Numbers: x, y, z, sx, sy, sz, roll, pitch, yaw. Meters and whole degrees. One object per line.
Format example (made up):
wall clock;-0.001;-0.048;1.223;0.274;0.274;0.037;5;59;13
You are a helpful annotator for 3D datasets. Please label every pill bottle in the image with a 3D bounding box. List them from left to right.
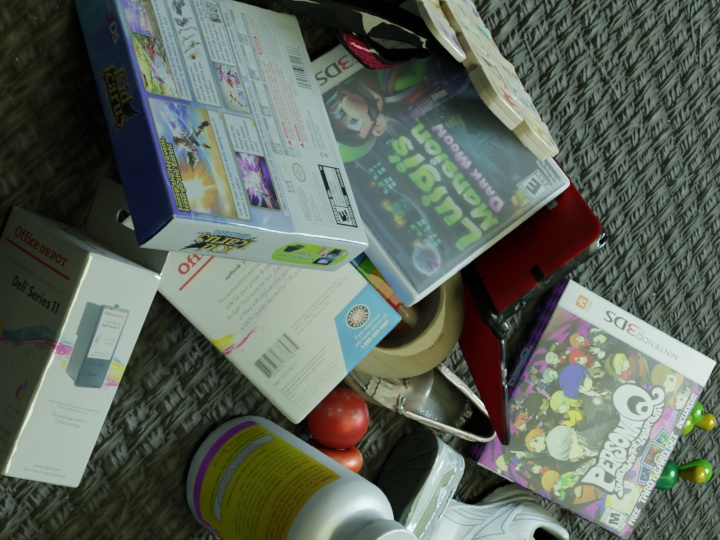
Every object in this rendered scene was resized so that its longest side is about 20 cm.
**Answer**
pill bottle;-0.044;0.197;1.278;0.104;0.199;0.105;-18;119;-36

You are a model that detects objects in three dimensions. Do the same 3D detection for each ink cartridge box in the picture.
ink cartridge box;-0.211;0.032;1.108;0.067;0.117;0.202;20;94;-43
ink cartridge box;-0.081;0.002;1.204;0.115;0.068;0.200;-44;104;-1

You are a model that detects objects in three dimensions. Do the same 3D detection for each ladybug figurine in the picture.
ladybug figurine;0.000;0.000;1.300;0.136;0.072;0.200;-43;113;-5

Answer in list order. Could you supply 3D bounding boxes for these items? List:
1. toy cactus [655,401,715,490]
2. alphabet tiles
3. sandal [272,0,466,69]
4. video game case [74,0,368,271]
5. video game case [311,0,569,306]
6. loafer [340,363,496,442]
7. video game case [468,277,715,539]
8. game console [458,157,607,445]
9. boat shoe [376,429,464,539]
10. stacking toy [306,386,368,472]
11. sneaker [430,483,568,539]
toy cactus;0.287;0.187;1.682;0.165;0.102;0.200;-45;138;6
alphabet tiles;0.092;-0.174;1.261;0.015;0.201;0.195;-36;137;15
sandal;-0.004;-0.185;1.234;0.199;0.075;0.045;13;111;-30
video game case;-0.096;-0.103;1.121;0.180;0.201;0.045;8;146;-46
video game case;0.043;-0.100;1.267;0.181;0.023;0.201;-35;86;-27
loafer;0.054;0.102;1.427;0.200;0.063;0.072;33;84;-46
video game case;0.227;0.135;1.565;0.180;0.036;0.201;29;87;-14
game console;0.138;0.016;1.353;0.172;0.200;0.119;-37;115;8
boat shoe;0.031;0.246;1.464;0.065;0.074;0.203;37;75;-41
stacking toy;-0.030;0.198;1.389;0.085;0.085;0.202;0;101;-43
sneaker;0.119;0.260;1.541;0.199;0.087;0.075;-15;119;-37
